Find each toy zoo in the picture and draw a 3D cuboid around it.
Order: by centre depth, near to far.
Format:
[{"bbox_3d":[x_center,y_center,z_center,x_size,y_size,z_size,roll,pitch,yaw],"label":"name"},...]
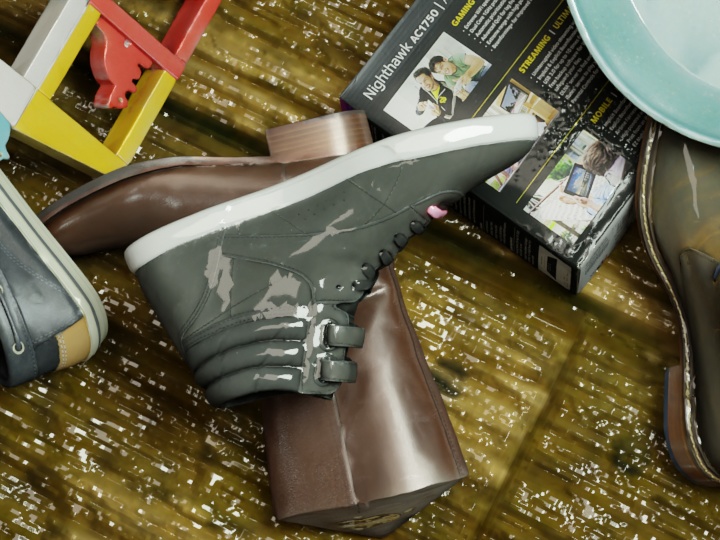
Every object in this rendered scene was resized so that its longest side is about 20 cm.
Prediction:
[{"bbox_3d":[-0.134,-0.137,1.188,0.131,0.020,0.201,39,69,-34],"label":"toy zoo"}]

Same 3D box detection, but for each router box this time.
[{"bbox_3d":[0.107,-0.112,1.207,0.149,0.051,0.200,36,79,13],"label":"router box"}]

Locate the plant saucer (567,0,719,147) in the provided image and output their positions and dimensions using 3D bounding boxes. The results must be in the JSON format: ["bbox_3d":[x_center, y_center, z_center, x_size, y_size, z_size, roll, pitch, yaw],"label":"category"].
[{"bbox_3d":[0.191,-0.153,1.115,0.198,0.036,0.202,0,92,13],"label":"plant saucer"}]

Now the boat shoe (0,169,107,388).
[{"bbox_3d":[-0.206,-0.025,1.182,0.062,0.075,0.200,-37,80,-29],"label":"boat shoe"}]

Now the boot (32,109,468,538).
[{"bbox_3d":[-0.056,0.041,1.171,0.185,0.064,0.202,-15,85,15],"label":"boot"}]

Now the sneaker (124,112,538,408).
[{"bbox_3d":[0.000,0.000,1.108,0.199,0.071,0.100,-22,84,6],"label":"sneaker"}]

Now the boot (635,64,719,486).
[{"bbox_3d":[0.184,0.000,1.127,0.074,0.097,0.202,-7,91,-25],"label":"boot"}]
